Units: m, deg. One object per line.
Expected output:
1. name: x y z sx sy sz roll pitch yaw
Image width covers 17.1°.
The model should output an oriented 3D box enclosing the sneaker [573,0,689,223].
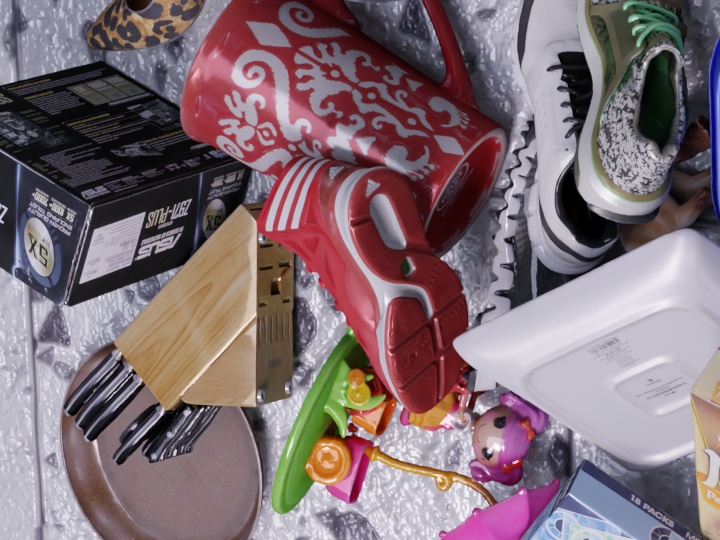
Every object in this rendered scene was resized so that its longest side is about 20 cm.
1. sneaker: 0.185 -0.134 1.508 0.089 0.076 0.201 136 140 -62

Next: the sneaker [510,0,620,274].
1. sneaker: 0.144 -0.100 1.563 0.073 0.080 0.201 -6 89 -9

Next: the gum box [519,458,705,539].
1. gum box: 0.170 0.247 1.642 0.169 0.045 0.200 34 128 0

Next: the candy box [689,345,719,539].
1. candy box: 0.273 0.131 1.512 0.115 0.055 0.200 26 156 25

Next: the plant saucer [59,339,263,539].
1. plant saucer: -0.151 0.146 1.883 0.199 0.032 0.202 10 107 32

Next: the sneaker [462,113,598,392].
1. sneaker: 0.131 -0.008 1.633 0.090 0.066 0.201 11 95 4

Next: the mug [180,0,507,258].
1. mug: -0.001 -0.118 1.651 0.199 0.133 0.178 33 121 18

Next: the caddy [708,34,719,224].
1. caddy: 0.286 -0.084 1.481 0.140 0.105 0.201 0 100 11

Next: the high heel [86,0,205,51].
1. high heel: -0.156 -0.237 1.711 0.199 0.142 0.072 -29 45 27

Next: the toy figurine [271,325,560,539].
1. toy figurine: 0.061 0.119 1.699 0.183 0.150 0.201 24 92 11

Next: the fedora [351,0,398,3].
1. fedora: -0.008 -0.265 1.616 0.201 0.200 0.092 61 159 4

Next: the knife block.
1. knife block: -0.140 0.047 1.795 0.174 0.064 0.202 3 95 24

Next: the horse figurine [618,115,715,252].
1. horse figurine: 0.215 -0.009 1.582 0.132 0.050 0.201 0 108 30

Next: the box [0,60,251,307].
1. box: -0.205 -0.067 1.755 0.163 0.200 0.087 31 118 23

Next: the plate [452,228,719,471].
1. plate: 0.193 0.064 1.546 0.199 0.200 0.032 -27 44 35

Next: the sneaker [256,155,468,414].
1. sneaker: 0.000 0.000 1.617 0.115 0.078 0.201 24 139 43
